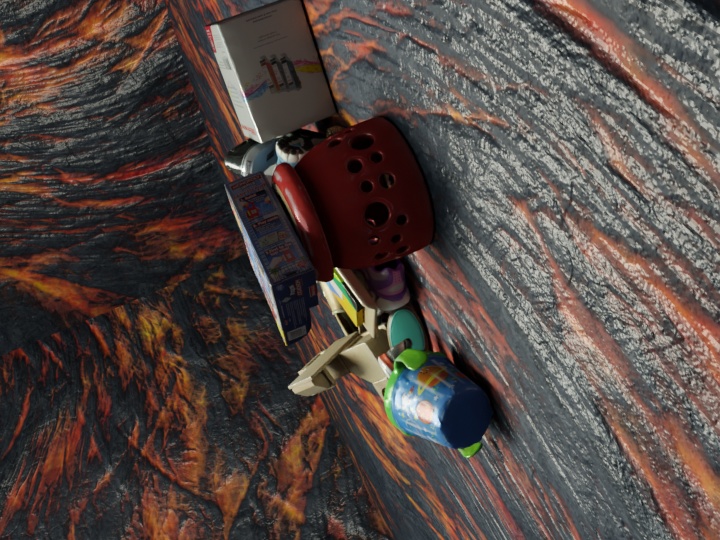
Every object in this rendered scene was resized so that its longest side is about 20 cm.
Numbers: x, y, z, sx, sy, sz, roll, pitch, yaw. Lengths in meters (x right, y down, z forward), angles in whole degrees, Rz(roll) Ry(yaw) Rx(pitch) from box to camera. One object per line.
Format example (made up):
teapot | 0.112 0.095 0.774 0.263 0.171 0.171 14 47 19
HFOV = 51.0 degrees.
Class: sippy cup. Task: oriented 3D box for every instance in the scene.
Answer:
sippy cup | 0.125 0.203 1.139 0.130 0.177 0.140 20 92 60

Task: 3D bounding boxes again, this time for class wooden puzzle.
wooden puzzle | -0.031 0.023 1.304 0.185 0.037 0.200 54 172 18

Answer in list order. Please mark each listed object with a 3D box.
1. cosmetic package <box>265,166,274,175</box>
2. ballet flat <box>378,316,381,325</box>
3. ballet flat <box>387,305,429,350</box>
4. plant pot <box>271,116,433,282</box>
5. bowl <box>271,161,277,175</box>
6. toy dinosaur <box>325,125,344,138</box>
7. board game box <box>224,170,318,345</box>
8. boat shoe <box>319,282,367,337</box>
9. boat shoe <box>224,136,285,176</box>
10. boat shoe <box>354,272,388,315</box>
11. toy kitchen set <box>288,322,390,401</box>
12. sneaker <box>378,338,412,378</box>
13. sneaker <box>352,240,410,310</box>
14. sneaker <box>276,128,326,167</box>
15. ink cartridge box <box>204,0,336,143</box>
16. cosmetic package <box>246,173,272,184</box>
cosmetic package | -0.134 -0.134 1.553 0.052 0.150 0.201 -149 38 -72
ballet flat | 0.002 0.049 1.546 0.067 0.068 0.201 -94 -6 -63
ballet flat | 0.094 0.143 1.320 0.072 0.068 0.201 -88 -24 -72
plant pot | -0.019 -0.095 1.069 0.200 0.182 0.201 158 90 -80
bowl | -0.094 -0.135 1.427 0.201 0.090 0.202 11 -90 -73
toy dinosaur | -0.032 -0.151 1.287 0.200 0.102 0.136 57 -159 -53
board game box | -0.122 -0.026 1.055 0.200 0.061 0.200 90 157 -63
boat shoe | -0.034 0.058 1.471 0.200 0.071 0.076 60 -154 -20
boat shoe | -0.178 -0.217 1.348 0.200 0.056 0.069 -53 -24 -62
boat shoe | 0.000 0.000 1.415 0.201 0.068 0.075 71 167 -17
toy kitchen set | -0.014 0.234 1.419 0.200 0.163 0.181 -28 98 42
sneaker | 0.121 0.192 1.249 0.200 0.082 0.077 45 -178 -16
sneaker | 0.020 -0.027 1.286 0.200 0.080 0.089 51 154 38
sneaker | -0.105 -0.192 1.305 0.200 0.078 0.090 -56 -21 -65
ink cartridge box | -0.152 -0.335 1.270 0.145 0.144 0.201 38 149 64
cosmetic package | -0.135 -0.076 1.275 0.200 0.101 0.072 86 -168 -62
